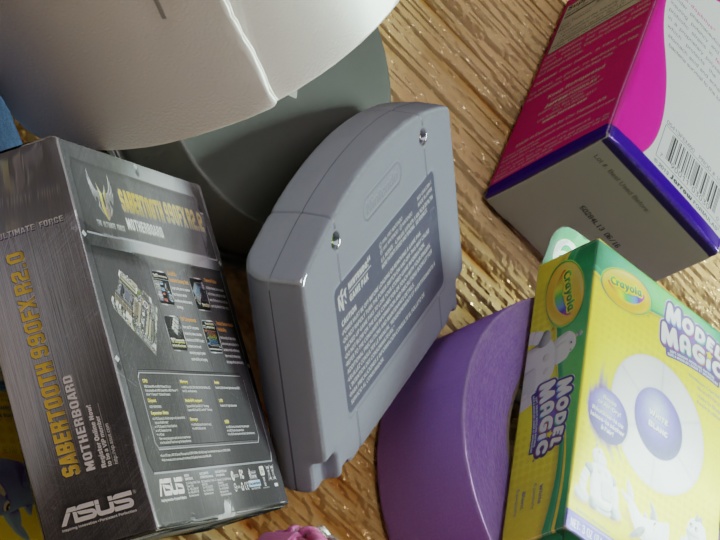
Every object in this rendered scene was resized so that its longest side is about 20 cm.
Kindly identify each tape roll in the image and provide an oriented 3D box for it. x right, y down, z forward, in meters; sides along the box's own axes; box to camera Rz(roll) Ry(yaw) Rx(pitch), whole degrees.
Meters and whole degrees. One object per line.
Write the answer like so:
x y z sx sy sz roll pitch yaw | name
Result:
0.102 0.118 1.158 0.200 0.066 0.201 25 53 -37 | tape roll
-0.088 -0.165 0.918 0.139 0.202 0.203 64 34 -38 | tape roll

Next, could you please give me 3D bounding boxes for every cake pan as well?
-0.054 -0.101 1.106 0.200 0.037 0.201 17 67 -45 | cake pan

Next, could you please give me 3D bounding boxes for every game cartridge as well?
0.000 0.000 1.074 0.200 0.041 0.133 -51 144 -55 | game cartridge

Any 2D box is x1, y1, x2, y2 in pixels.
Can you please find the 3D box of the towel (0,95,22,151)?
-0.183 -0.043 0.881 0.200 0.048 0.112 -36 107 -81 | towel

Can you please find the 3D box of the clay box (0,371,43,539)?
-0.153 0.114 0.904 0.115 0.048 0.200 7 65 -46 | clay box

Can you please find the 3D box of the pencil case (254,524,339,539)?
0.020 0.195 1.020 0.200 0.087 0.083 36 16 -29 | pencil case

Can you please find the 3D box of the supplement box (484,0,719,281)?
0.165 -0.091 1.307 0.101 0.103 0.200 45 45 -19 | supplement box

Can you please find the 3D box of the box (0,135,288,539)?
-0.096 0.035 0.929 0.200 0.048 0.159 13 60 -78 | box

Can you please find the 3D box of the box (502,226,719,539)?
0.137 0.076 1.133 0.117 0.048 0.200 34 47 -30 | box
